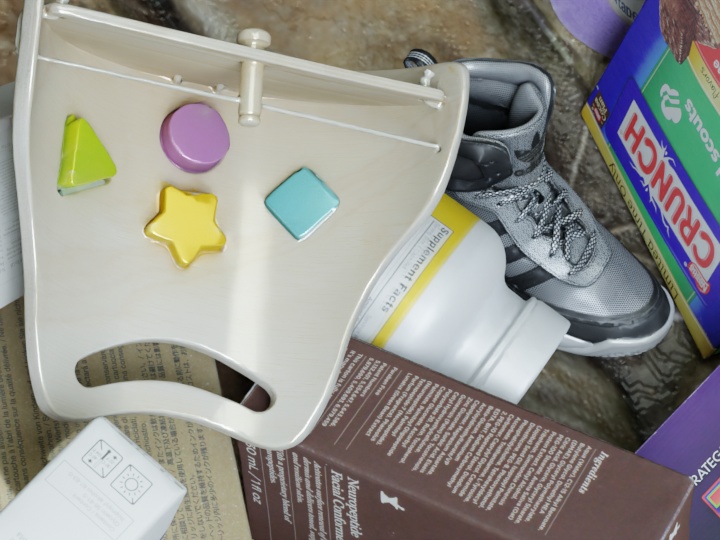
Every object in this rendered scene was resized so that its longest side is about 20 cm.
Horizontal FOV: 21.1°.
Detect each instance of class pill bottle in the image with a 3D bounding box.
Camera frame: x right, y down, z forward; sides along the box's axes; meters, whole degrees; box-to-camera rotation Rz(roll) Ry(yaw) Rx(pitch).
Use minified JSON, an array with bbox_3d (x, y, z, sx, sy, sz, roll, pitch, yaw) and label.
[{"bbox_3d":[0.000,0.000,0.958,0.200,0.112,0.112,36,59,4],"label":"pill bottle"}]

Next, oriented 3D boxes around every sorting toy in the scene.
[{"bbox_3d":[-0.071,-0.017,0.841,0.200,0.107,0.180,11,80,-22],"label":"sorting toy"}]

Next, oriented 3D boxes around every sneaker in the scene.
[{"bbox_3d":[0.088,-0.036,1.001,0.200,0.114,0.075,35,59,4],"label":"sneaker"}]

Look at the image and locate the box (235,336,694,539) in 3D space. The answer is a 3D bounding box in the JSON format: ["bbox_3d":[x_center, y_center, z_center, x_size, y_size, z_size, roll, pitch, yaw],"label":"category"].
[{"bbox_3d":[0.045,0.110,0.883,0.200,0.100,0.075,20,51,21],"label":"box"}]

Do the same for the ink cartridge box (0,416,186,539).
[{"bbox_3d":[-0.156,0.155,0.748,0.050,0.109,0.200,40,61,5],"label":"ink cartridge box"}]

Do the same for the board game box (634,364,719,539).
[{"bbox_3d":[0.234,0.097,0.905,0.200,0.057,0.165,-48,54,8],"label":"board game box"}]

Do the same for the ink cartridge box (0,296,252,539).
[{"bbox_3d":[-0.141,0.102,0.884,0.165,0.075,0.200,-6,66,-17],"label":"ink cartridge box"}]

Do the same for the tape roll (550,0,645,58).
[{"bbox_3d":[0.202,-0.197,1.070,0.200,0.200,0.085,9,62,-12],"label":"tape roll"}]

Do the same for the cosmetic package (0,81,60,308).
[{"bbox_3d":[-0.156,-0.041,0.888,0.051,0.083,0.200,0,14,18],"label":"cosmetic package"}]

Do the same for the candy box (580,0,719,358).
[{"bbox_3d":[0.208,-0.077,1.007,0.077,0.200,0.169,-16,66,-21],"label":"candy box"}]
